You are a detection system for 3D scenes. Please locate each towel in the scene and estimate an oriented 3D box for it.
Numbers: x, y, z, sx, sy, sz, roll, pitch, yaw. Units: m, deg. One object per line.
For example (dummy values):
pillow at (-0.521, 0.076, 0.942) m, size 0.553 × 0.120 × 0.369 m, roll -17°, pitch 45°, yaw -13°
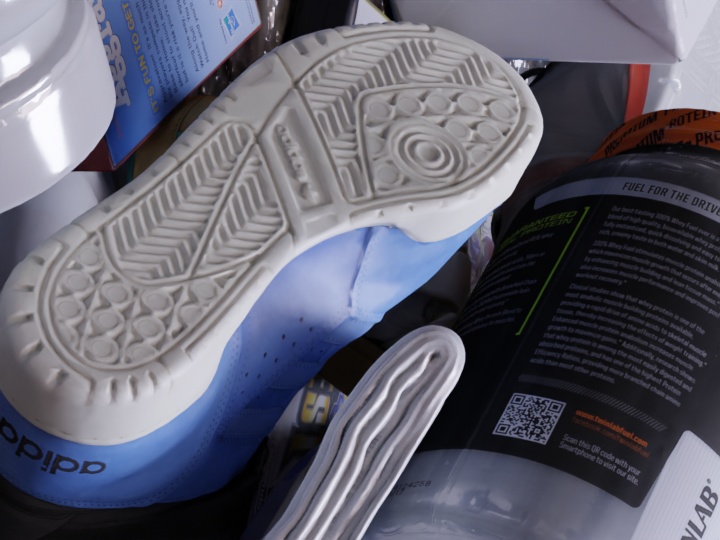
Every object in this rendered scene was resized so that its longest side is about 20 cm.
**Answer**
towel at (-0.032, 0.093, 0.797) m, size 0.147 × 0.024 × 0.200 m, roll -57°, pitch -178°, yaw -17°

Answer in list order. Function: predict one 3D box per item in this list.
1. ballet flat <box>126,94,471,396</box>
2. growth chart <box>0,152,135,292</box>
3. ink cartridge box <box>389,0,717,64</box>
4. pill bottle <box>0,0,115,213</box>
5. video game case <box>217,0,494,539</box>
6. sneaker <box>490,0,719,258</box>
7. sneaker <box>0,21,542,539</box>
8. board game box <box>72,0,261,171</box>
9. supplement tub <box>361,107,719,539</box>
ballet flat at (0.000, 0.000, 0.894) m, size 0.200 × 0.063 × 0.069 m, roll 30°, pitch 62°, yaw -55°
growth chart at (-0.101, 0.034, 0.804) m, size 0.200 × 0.018 × 0.145 m, roll -55°, pitch 142°, yaw -45°
ink cartridge box at (0.096, -0.164, 1.054) m, size 0.200 × 0.116 × 0.067 m, roll -59°, pitch 142°, yaw -42°
pill bottle at (-0.122, -0.111, 0.630) m, size 0.111 × 0.111 × 0.200 m, roll -58°, pitch 143°, yaw -42°
video game case at (0.007, 0.021, 1.006) m, size 0.181 × 0.025 × 0.200 m, roll 35°, pitch 63°, yaw -60°
sneaker at (0.075, -0.027, 1.012) m, size 0.200 × 0.082 × 0.077 m, roll -57°, pitch 136°, yaw -41°
sneaker at (-0.033, 0.010, 0.781) m, size 0.200 × 0.077 × 0.111 m, roll -39°, pitch 163°, yaw -39°
board game box at (-0.081, -0.140, 0.795) m, size 0.103 × 0.019 × 0.200 m, roll -51°, pitch 134°, yaw -52°
supplement tub at (0.081, 0.049, 0.856) m, size 0.200 × 0.122 × 0.123 m, roll -59°, pitch 143°, yaw -37°
